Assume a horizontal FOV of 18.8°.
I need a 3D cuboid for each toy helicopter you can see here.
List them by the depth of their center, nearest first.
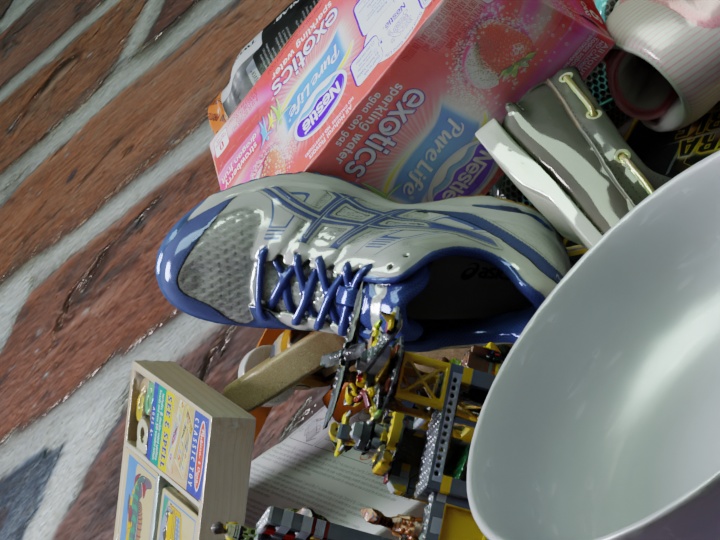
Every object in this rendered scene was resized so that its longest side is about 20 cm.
[{"bbox_3d":[-0.013,0.038,1.233,0.132,0.079,0.200,-36,-2,33],"label":"toy helicopter"}]

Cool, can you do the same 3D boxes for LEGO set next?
[{"bbox_3d":[-0.010,0.115,0.953,0.154,0.115,0.201,132,153,-73],"label":"LEGO set"}]

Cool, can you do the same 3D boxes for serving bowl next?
[{"bbox_3d":[0.133,0.040,0.793,0.200,0.066,0.200,-41,21,20],"label":"serving bowl"}]

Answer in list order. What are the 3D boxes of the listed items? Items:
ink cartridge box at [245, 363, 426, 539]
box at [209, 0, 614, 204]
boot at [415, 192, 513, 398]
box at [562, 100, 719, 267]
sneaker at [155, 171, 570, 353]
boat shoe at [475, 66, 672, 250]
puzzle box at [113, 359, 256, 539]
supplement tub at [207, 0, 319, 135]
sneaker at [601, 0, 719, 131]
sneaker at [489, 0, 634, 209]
[{"bbox_3d":[-0.002,0.120,1.140,0.176,0.045,0.200,-36,17,-18],"label":"ink cartridge box"},{"bbox_3d":[0.022,-0.088,1.095,0.200,0.094,0.103,-50,33,24],"label":"box"},{"bbox_3d":[0.040,-0.015,1.150,0.075,0.074,0.200,-24,46,7],"label":"boot"},{"bbox_3d":[0.204,-0.068,1.060,0.200,0.049,0.160,-13,38,58],"label":"box"},{"bbox_3d":[0.000,0.000,1.023,0.199,0.076,0.088,-2,20,3],"label":"sneaker"},{"bbox_3d":[0.132,-0.019,0.986,0.060,0.072,0.202,-43,55,2],"label":"boat shoe"},{"bbox_3d":[-0.098,0.157,1.122,0.133,0.025,0.201,-158,73,-64],"label":"puzzle box"},{"bbox_3d":[-0.004,-0.144,1.511,0.200,0.123,0.123,-40,21,18],"label":"supplement tub"},{"bbox_3d":[0.152,-0.134,1.107,0.105,0.075,0.200,-42,23,2],"label":"sneaker"},{"bbox_3d":[0.105,-0.082,1.222,0.200,0.091,0.078,-43,18,15],"label":"sneaker"}]
